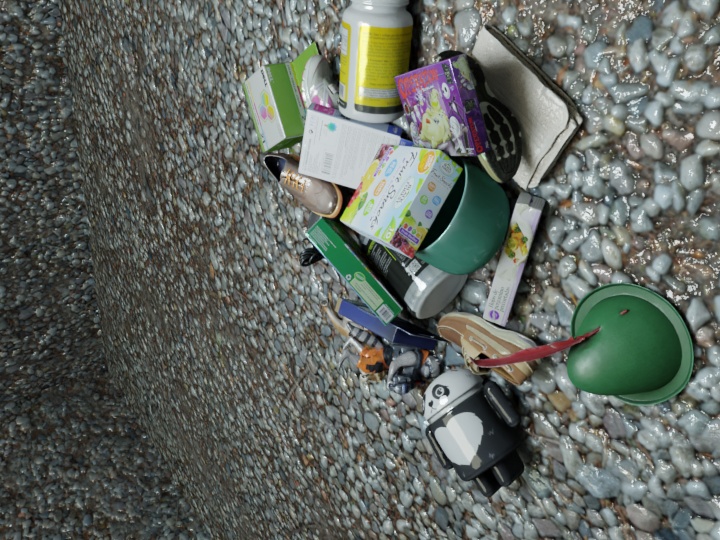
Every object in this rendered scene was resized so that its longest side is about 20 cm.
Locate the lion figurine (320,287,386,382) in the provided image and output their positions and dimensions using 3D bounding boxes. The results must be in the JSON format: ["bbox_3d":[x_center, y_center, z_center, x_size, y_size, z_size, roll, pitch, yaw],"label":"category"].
[{"bbox_3d":[-0.010,0.132,1.309,0.201,0.071,0.124,56,172,42],"label":"lion figurine"}]

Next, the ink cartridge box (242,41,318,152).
[{"bbox_3d":[-0.143,-0.340,1.256,0.198,0.074,0.152,-13,95,56],"label":"ink cartridge box"}]

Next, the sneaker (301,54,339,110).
[{"bbox_3d":[-0.045,-0.291,1.149,0.086,0.081,0.207,-10,96,26],"label":"sneaker"}]

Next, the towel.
[{"bbox_3d":[0.206,-0.222,0.876,0.202,0.034,0.134,53,141,24],"label":"towel"}]

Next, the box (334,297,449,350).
[{"bbox_3d":[0.056,0.102,1.156,0.197,0.119,0.033,22,94,46],"label":"box"}]

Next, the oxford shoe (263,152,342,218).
[{"bbox_3d":[-0.108,-0.155,1.154,0.199,0.072,0.073,37,111,38],"label":"oxford shoe"}]

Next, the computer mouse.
[{"bbox_3d":[-0.058,-0.110,1.232,0.051,0.138,0.207,15,107,23],"label":"computer mouse"}]

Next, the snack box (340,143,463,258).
[{"bbox_3d":[0.053,-0.110,0.942,0.145,0.052,0.199,-61,26,1],"label":"snack box"}]

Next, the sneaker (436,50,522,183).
[{"bbox_3d":[0.156,-0.202,0.880,0.205,0.075,0.089,67,158,18],"label":"sneaker"}]

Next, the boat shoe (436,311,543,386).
[{"bbox_3d":[0.191,0.123,1.002,0.197,0.073,0.076,17,154,50],"label":"boat shoe"}]

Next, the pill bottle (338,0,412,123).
[{"bbox_3d":[0.024,-0.348,0.995,0.113,0.112,0.206,33,130,40],"label":"pill bottle"}]

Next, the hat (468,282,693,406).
[{"bbox_3d":[0.288,0.126,0.801,0.199,0.173,0.169,-39,75,53],"label":"hat"}]

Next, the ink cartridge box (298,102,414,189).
[{"bbox_3d":[-0.005,-0.203,1.097,0.194,0.042,0.122,17,127,2],"label":"ink cartridge box"}]

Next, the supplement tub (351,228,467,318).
[{"bbox_3d":[0.077,-0.030,1.062,0.201,0.120,0.124,50,140,25],"label":"supplement tub"}]

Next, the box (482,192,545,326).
[{"bbox_3d":[0.224,-0.013,0.933,0.038,0.042,0.205,20,126,16],"label":"box"}]

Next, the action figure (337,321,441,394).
[{"bbox_3d":[0.056,0.164,1.148,0.200,0.187,0.108,79,-159,-86],"label":"action figure"}]

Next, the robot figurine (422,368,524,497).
[{"bbox_3d":[0.184,0.263,1.049,0.203,0.148,0.125,58,178,16],"label":"robot figurine"}]

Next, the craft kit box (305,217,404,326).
[{"bbox_3d":[0.000,0.000,1.104,0.201,0.048,0.197,48,-177,3],"label":"craft kit box"}]

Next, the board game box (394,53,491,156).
[{"bbox_3d":[0.106,-0.218,0.862,0.200,0.031,0.124,-149,42,-71],"label":"board game box"}]

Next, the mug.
[{"bbox_3d":[0.149,-0.088,0.937,0.151,0.112,0.190,-26,45,53],"label":"mug"}]
